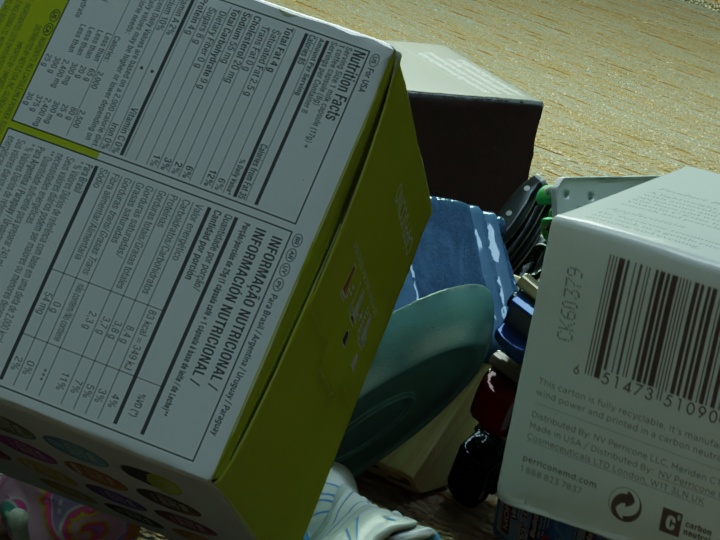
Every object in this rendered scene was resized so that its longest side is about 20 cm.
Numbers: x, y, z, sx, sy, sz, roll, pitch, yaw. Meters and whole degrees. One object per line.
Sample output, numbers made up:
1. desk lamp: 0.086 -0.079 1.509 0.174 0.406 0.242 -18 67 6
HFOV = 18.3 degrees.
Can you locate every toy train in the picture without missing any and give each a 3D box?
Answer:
1. toy train: 0.083 0.071 1.289 0.034 0.201 0.046 39 51 21

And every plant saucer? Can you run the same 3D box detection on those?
1. plant saucer: -0.002 0.080 1.245 0.200 0.200 0.027 -14 63 -54

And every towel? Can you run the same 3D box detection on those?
1. towel: 0.000 0.000 1.340 0.199 0.049 0.112 10 51 -24

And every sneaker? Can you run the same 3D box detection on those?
1. sneaker: 0.001 0.145 1.124 0.086 0.075 0.200 -18 16 7

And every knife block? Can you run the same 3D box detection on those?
1. knife block: 0.077 0.034 1.411 0.064 0.177 0.199 20 19 33

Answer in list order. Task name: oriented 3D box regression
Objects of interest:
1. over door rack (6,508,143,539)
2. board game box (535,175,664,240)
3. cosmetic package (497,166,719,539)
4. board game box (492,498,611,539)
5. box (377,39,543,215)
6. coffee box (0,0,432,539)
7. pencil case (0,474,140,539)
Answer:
1. over door rack: -0.134 0.165 1.038 0.147 0.067 0.200 13 17 12
2. board game box: 0.192 0.040 1.440 0.199 0.202 0.026 -3 1 -39
3. cosmetic package: 0.199 0.053 1.226 0.164 0.166 0.200 19 19 26
4. board game box: 0.182 0.156 1.271 0.199 0.062 0.199 -4 23 -41
5. box: 0.009 -0.053 1.619 0.163 0.201 0.166 3 19 -26
6. coffee box: -0.095 -0.004 0.997 0.197 0.201 0.200 19 -15 13
7. pencil case: -0.120 0.059 1.165 0.087 0.201 0.088 25 17 -8
